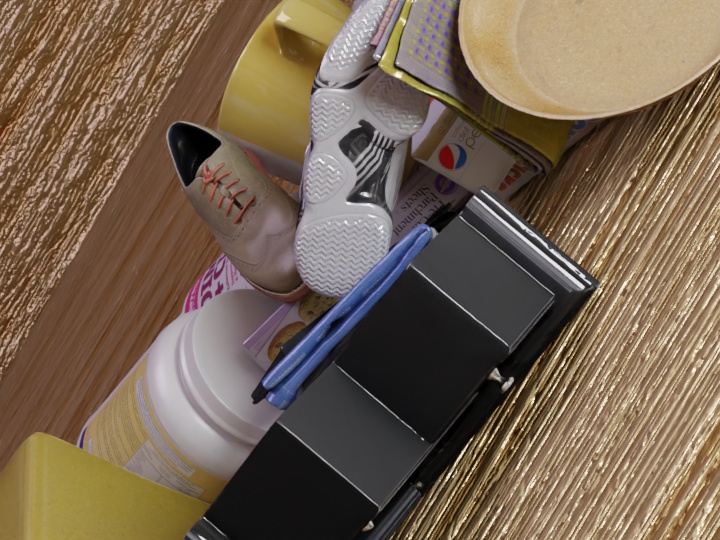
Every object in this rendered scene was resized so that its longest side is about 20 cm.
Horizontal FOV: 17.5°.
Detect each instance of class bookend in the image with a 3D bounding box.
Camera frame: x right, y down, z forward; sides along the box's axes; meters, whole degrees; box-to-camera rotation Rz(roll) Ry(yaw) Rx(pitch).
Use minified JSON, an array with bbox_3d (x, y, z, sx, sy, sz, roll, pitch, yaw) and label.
[{"bbox_3d":[0.019,0.080,1.328,0.200,0.092,0.199,-53,-5,29],"label":"bookend"}]

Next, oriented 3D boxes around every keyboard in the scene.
[{"bbox_3d":[0.011,0.015,1.602,0.200,0.021,0.127,-39,-12,-38],"label":"keyboard"}]

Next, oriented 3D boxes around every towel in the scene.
[{"bbox_3d":[0.099,-0.173,1.473,0.023,0.143,0.201,-22,38,62],"label":"towel"},{"bbox_3d":[0.001,0.032,1.466,0.147,0.024,0.200,-46,-5,1],"label":"towel"}]

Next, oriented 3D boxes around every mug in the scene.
[{"bbox_3d":[-0.013,-0.116,1.775,0.150,0.153,0.186,-63,-19,13],"label":"mug"}]

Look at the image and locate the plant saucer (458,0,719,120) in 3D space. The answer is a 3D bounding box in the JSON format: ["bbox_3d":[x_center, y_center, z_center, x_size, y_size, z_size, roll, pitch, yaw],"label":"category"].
[{"bbox_3d":[0.156,-0.163,1.403,0.199,0.035,0.201,-14,52,20],"label":"plant saucer"}]

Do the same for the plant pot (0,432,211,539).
[{"bbox_3d":[-0.195,0.276,1.659,0.194,0.195,0.200,-53,24,29],"label":"plant pot"}]

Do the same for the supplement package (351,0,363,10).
[{"bbox_3d":[0.096,-0.240,1.786,0.122,0.119,0.200,-64,14,-22],"label":"supplement package"}]

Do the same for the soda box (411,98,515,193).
[{"bbox_3d":[0.079,-0.125,1.627,0.068,0.063,0.200,-56,12,22],"label":"soda box"}]

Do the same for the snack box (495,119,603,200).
[{"bbox_3d":[0.143,-0.116,1.555,0.200,0.024,0.072,-41,22,56],"label":"snack box"}]

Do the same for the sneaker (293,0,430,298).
[{"bbox_3d":[-0.001,-0.091,1.523,0.115,0.075,0.201,-91,12,-71],"label":"sneaker"}]

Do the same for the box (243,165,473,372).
[{"bbox_3d":[0.000,0.000,1.673,0.200,0.041,0.039,-44,-11,-5],"label":"box"}]

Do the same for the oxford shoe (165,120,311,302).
[{"bbox_3d":[-0.089,-0.044,1.691,0.071,0.075,0.200,-50,40,3],"label":"oxford shoe"}]

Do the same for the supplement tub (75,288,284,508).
[{"bbox_3d":[-0.115,0.118,1.762,0.200,0.145,0.146,-47,18,44],"label":"supplement tub"}]

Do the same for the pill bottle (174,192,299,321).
[{"bbox_3d":[-0.074,0.030,1.859,0.200,0.113,0.114,-44,21,51],"label":"pill bottle"}]
